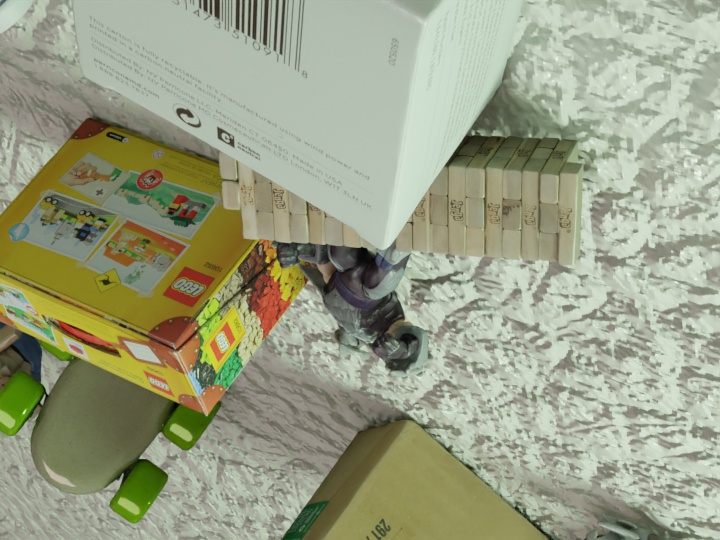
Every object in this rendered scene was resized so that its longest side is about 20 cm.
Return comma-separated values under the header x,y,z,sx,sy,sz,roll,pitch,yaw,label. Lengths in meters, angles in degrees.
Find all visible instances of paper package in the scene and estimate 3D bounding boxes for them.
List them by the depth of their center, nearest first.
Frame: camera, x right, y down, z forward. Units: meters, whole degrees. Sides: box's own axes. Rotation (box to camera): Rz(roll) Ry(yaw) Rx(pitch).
x,y,z,sx,sy,sz,roll,pitch,yaw,label
0.031,0.249,1.280,0.191,0.200,0.103,41,153,-7,paper package

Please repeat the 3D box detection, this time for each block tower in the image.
x,y,z,sx,sy,sz,roll,pitch,yaw,label
0.026,-0.045,0.900,0.199,0.058,0.054,6,116,17,block tower

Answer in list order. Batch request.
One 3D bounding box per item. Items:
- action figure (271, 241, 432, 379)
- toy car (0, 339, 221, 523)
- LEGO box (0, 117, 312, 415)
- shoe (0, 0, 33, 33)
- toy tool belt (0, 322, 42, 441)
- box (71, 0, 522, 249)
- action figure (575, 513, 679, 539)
x,y,z,sx,sy,sz,roll,pitch,yaw,label
0.000,0.000,1.043,0.130,0.069,0.200,36,150,16,action figure
-0.228,0.120,1.504,0.164,0.158,0.200,36,-179,-3,toy car
-0.153,-0.008,1.145,0.199,0.149,0.077,21,149,29,LEGO box
-0.306,-0.212,1.089,0.200,0.072,0.091,19,154,40,shoe
-0.356,0.085,1.591,0.124,0.123,0.200,26,-175,-15,toy tool belt
-0.029,-0.148,0.792,0.198,0.131,0.200,31,153,12,box
0.205,0.248,1.216,0.130,0.069,0.200,38,151,10,action figure
